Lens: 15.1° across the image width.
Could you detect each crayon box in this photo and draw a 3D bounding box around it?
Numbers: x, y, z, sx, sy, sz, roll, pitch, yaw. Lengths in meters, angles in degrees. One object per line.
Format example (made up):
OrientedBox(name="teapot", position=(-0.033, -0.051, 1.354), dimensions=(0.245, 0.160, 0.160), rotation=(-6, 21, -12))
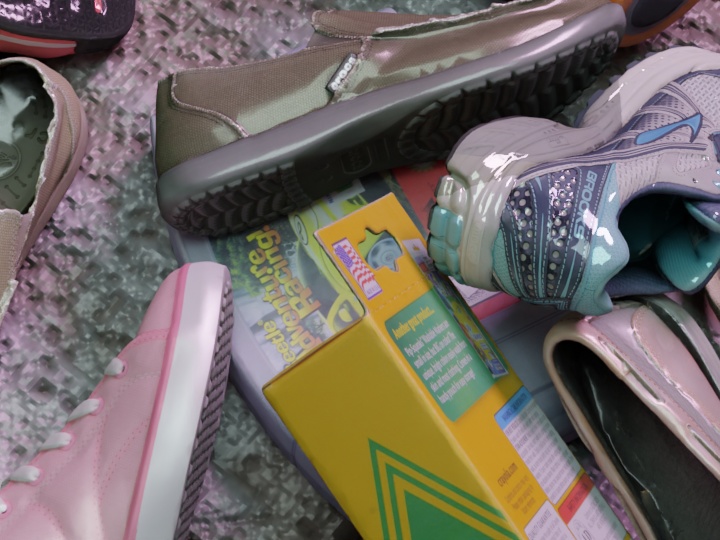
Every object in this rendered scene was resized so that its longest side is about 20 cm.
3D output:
OrientedBox(name="crayon box", position=(0.036, 0.074, 0.972), dimensions=(0.051, 0.126, 0.201), rotation=(-35, 89, 16))

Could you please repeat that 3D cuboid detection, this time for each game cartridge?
OrientedBox(name="game cartridge", position=(0.000, 0.000, 1.087), dimensions=(0.133, 0.041, 0.201), rotation=(-27, 69, -8))

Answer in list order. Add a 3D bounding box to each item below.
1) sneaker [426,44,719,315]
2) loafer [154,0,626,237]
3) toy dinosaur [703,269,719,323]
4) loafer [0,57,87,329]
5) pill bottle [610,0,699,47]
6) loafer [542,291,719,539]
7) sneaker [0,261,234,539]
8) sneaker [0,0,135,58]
OrientedBox(name="sneaker", position=(0.114, -0.025, 1.040), dimensions=(0.086, 0.078, 0.200), rotation=(28, 35, 30))
OrientedBox(name="loafer", position=(0.008, -0.079, 1.062), dimensions=(0.199, 0.075, 0.070), rotation=(-19, 71, -8))
OrientedBox(name="toy dinosaur", position=(0.182, 0.051, 1.042), dimensions=(0.047, 0.088, 0.200), rotation=(-43, 70, 7))
OrientedBox(name="loafer", position=(-0.169, -0.005, 1.068), dimensions=(0.075, 0.068, 0.201), rotation=(17, 67, 7))
OrientedBox(name="pill bottle", position=(0.071, -0.187, 1.133), dimensions=(0.106, 0.106, 0.200), rotation=(-33, 70, -14))
OrientedBox(name="loafer", position=(0.131, 0.099, 0.999), dimensions=(0.063, 0.072, 0.201), rotation=(-10, 63, -55))
OrientedBox(name="sneaker", position=(-0.113, 0.084, 1.014), dimensions=(0.104, 0.075, 0.201), rotation=(14, 81, 5))
OrientedBox(name="sneaker", position=(-0.193, -0.123, 1.123), dimensions=(0.199, 0.087, 0.074), rotation=(7, 70, -24))
